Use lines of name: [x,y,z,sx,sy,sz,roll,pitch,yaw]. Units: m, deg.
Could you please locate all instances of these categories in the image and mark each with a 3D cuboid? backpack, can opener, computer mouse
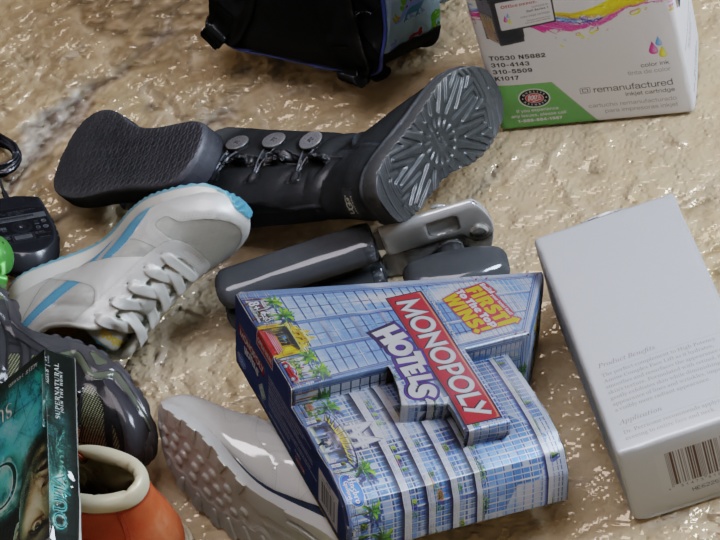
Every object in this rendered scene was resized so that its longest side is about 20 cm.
backpack: [-0.022,-0.264,1.909,0.183,0.200,0.147,17,36,32]
can opener: [0.000,0.000,1.760,0.200,0.053,0.067,-14,45,6]
computer mouse: [-0.267,-0.049,1.912,0.059,0.034,0.200,-9,36,-16]

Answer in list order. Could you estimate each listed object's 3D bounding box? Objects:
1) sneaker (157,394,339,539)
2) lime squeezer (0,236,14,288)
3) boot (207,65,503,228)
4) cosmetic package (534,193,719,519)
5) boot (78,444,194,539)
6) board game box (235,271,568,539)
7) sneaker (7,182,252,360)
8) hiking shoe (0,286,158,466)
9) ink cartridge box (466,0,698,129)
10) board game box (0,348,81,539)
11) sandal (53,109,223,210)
sneaker: [-0.049,0.133,1.651,0.200,0.076,0.080,33,55,31]
lime squeezer: [-0.270,0.019,1.792,0.071,0.038,0.200,-31,52,38]
boot: [-0.018,-0.086,1.826,0.200,0.066,0.165,-4,27,42]
cosmetic package: [0.188,0.052,1.639,0.102,0.074,0.200,-17,44,2]
boot: [-0.203,0.141,1.662,0.200,0.107,0.075,11,55,29]
board game box: [0.047,0.073,1.630,0.200,0.062,0.200,-13,40,-18]
sneaker: [-0.155,0.012,1.770,0.200,0.077,0.081,-31,45,20]
hiking shoe: [-0.229,0.085,1.701,0.200,0.076,0.101,32,51,16]
ink cartridge box: [0.150,-0.202,1.794,0.145,0.200,0.084,-5,47,15]
board game box: [-0.242,0.153,1.620,0.200,0.028,0.135,-37,47,39]
sandal: [-0.161,-0.072,1.860,0.200,0.043,0.076,11,69,54]
